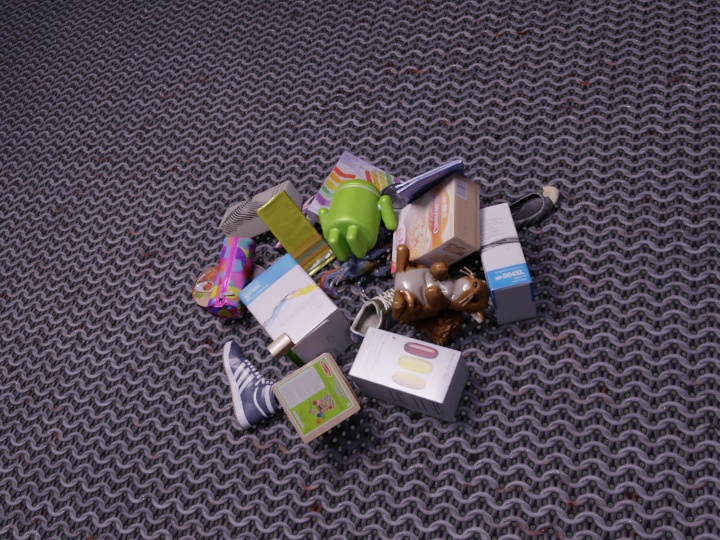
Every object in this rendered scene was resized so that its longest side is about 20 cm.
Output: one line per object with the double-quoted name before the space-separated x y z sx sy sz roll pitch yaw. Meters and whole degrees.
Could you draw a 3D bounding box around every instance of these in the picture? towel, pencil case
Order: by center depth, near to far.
"towel" 0.150 -0.180 1.448 0.144 0.200 0.024 -24 85 9
"pencil case" -0.295 0.015 1.604 0.088 0.088 0.201 -5 57 17
"towel" -0.148 -0.084 1.612 0.086 0.200 0.018 -40 13 -8

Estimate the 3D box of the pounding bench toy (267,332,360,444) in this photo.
"pounding bench toy" -0.102 0.215 1.378 0.124 0.156 0.200 -32 85 -3

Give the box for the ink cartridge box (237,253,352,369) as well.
"ink cartridge box" -0.134 0.100 1.498 0.146 0.147 0.200 -39 54 -8

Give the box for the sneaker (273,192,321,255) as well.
"sneaker" -0.138 -0.113 1.689 0.200 0.080 0.086 -44 43 -20

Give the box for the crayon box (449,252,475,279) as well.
"crayon box" 0.186 -0.075 1.517 0.126 0.051 0.201 -32 45 43

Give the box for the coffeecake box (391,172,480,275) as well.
"coffeecake box" 0.154 -0.084 1.445 0.200 0.073 0.154 -33 44 48

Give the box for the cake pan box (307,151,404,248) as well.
"cake pan box" 0.003 -0.158 1.634 0.200 0.052 0.185 30 72 6

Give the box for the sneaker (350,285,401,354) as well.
"sneaker" 0.050 0.085 1.478 0.067 0.090 0.200 31 73 33

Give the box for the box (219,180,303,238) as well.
"box" -0.241 -0.139 1.692 0.199 0.068 0.082 -22 35 25

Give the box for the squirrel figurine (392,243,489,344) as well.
"squirrel figurine" 0.161 0.057 1.393 0.186 0.200 0.142 3 55 5

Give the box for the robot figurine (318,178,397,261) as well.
"robot figurine" -0.013 -0.116 1.514 0.175 0.116 0.201 -11 46 24

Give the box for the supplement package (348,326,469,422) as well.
"supplement package" 0.099 0.204 1.374 0.199 0.110 0.114 13 64 25

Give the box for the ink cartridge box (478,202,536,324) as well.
"ink cartridge box" 0.292 -0.015 1.421 0.084 0.146 0.201 -14 56 10

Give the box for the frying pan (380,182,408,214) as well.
"frying pan" 0.123 -0.174 1.593 0.189 0.031 0.115 -22 53 -9

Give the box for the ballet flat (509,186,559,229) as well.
"ballet flat" 0.349 -0.128 1.527 0.200 0.057 0.067 -30 55 -1

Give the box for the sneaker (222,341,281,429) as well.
"sneaker" -0.226 0.230 1.494 0.108 0.070 0.201 -24 61 10

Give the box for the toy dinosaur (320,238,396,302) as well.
"toy dinosaur" 0.000 0.000 1.561 0.181 0.105 0.200 -5 41 28

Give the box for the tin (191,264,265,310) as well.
"tin" -0.306 0.044 1.660 0.199 0.042 0.112 -2 55 17
